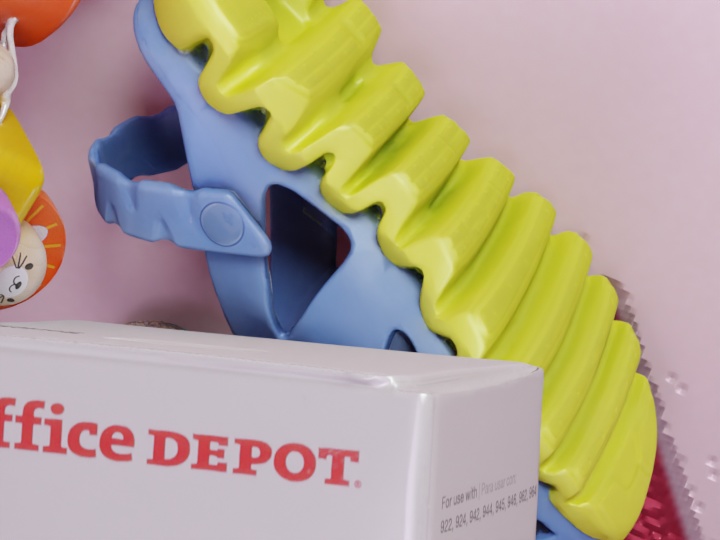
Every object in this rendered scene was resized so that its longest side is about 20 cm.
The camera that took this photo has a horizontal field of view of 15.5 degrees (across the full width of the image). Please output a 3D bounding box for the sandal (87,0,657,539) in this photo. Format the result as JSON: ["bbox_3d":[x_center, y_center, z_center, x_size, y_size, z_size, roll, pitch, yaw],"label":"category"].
[{"bbox_3d":[0.000,0.000,0.714,0.087,0.079,0.200,-39,90,33],"label":"sandal"}]

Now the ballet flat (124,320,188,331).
[{"bbox_3d":[-0.083,0.110,0.795,0.068,0.067,0.200,21,119,8],"label":"ballet flat"}]

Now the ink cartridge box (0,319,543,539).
[{"bbox_3d":[-0.038,0.116,0.654,0.145,0.084,0.200,5,94,24],"label":"ink cartridge box"}]

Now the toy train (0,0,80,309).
[{"bbox_3d":[-0.115,-0.034,0.723,0.056,0.150,0.200,23,135,-32],"label":"toy train"}]
